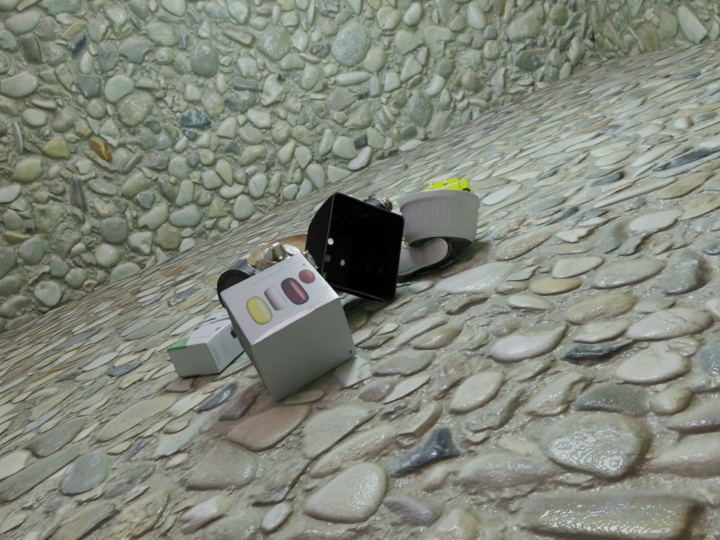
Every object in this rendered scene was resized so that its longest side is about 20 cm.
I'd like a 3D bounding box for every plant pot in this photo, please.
[{"bbox_3d":[-0.199,-0.045,1.751,0.194,0.028,0.201,-14,20,5],"label":"plant pot"},{"bbox_3d":[-0.035,-0.041,1.546,0.196,0.206,0.176,16,-14,-30],"label":"plant pot"}]

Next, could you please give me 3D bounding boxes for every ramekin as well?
[{"bbox_3d":[0.192,-0.116,1.616,0.194,0.108,0.200,-1,-11,0],"label":"ramekin"}]

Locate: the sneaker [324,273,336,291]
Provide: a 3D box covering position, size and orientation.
[{"bbox_3d":[-0.090,0.003,1.799,0.197,0.076,0.085,-5,32,49],"label":"sneaker"}]

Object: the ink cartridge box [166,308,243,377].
[{"bbox_3d":[-0.346,0.167,1.627,0.143,0.086,0.200,-12,19,33],"label":"ink cartridge box"}]

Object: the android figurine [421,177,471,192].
[{"bbox_3d":[0.225,-0.208,1.891,0.178,0.042,0.202,-19,29,16],"label":"android figurine"}]

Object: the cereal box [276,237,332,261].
[{"bbox_3d":[-0.155,-0.058,1.857,0.194,0.041,0.145,-7,22,13],"label":"cereal box"}]

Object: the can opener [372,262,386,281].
[{"bbox_3d":[0.044,-0.035,1.646,0.065,0.053,0.202,-30,41,5],"label":"can opener"}]

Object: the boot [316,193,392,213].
[{"bbox_3d":[-0.017,-0.158,1.863,0.149,0.075,0.198,-29,19,-34],"label":"boot"}]

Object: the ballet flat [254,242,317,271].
[{"bbox_3d":[-0.167,-0.028,1.476,0.197,0.066,0.075,9,32,43],"label":"ballet flat"}]

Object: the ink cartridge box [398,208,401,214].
[{"bbox_3d":[0.213,-0.175,1.982,0.195,0.069,0.117,-18,17,14],"label":"ink cartridge box"}]

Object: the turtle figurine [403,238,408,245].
[{"bbox_3d":[0.141,-0.104,1.839,0.159,0.066,0.197,20,28,39],"label":"turtle figurine"}]

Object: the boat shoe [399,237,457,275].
[{"bbox_3d":[0.145,-0.027,1.603,0.059,0.076,0.198,19,-29,-38],"label":"boat shoe"}]

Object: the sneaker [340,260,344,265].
[{"bbox_3d":[0.000,0.000,1.756,0.119,0.072,0.202,-57,25,27],"label":"sneaker"}]

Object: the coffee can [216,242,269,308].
[{"bbox_3d":[-0.298,0.027,1.908,0.143,0.150,0.200,-15,17,26],"label":"coffee can"}]

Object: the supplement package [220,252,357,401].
[{"bbox_3d":[-0.142,0.103,1.310,0.188,0.150,0.200,-28,37,-15],"label":"supplement package"}]
